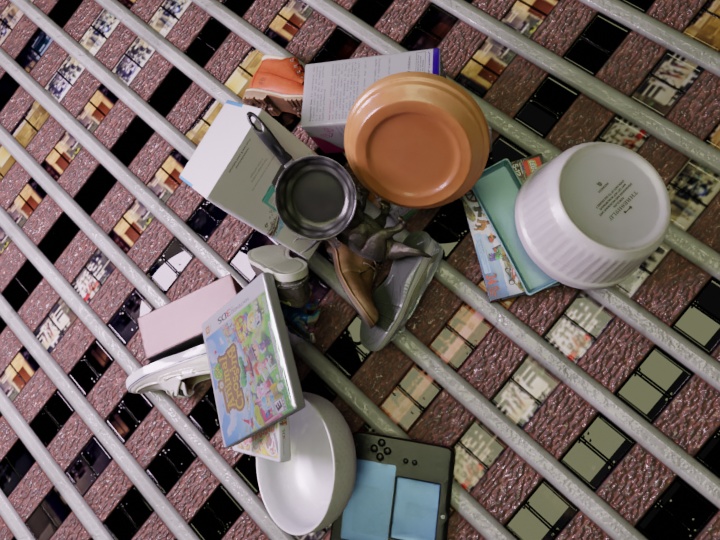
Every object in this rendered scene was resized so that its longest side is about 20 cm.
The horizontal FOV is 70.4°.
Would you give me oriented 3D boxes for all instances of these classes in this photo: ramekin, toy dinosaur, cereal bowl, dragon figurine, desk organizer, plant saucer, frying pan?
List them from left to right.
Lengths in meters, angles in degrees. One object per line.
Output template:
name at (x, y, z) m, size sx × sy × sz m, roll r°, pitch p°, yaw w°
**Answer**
desk organizer at (-0.282, 0.085, 0.891) m, size 0.199 × 0.072 × 0.078 m, roll -24°, pitch 73°, yaw 10°
dragon figurine at (-0.117, 0.075, 0.812) m, size 0.098 × 0.200 × 0.059 m, roll 9°, pitch 109°, yaw -11°
frying pan at (-0.093, -0.119, 0.702) m, size 0.189 × 0.031 × 0.116 m, roll 30°, pitch 104°, yaw -2°
cereal bowl at (-0.073, 0.286, 0.775) m, size 0.199 × 0.083 × 0.202 m, roll -14°, pitch 72°, yaw 46°
toy dinosaur at (0.010, -0.057, 0.771) m, size 0.198 × 0.077 × 0.103 m, roll 20°, pitch 124°, yaw -11°
plant saucer at (0.072, -0.161, 0.684) m, size 0.198 × 0.201 × 0.038 m, roll 2°, pitch 44°, yaw 16°
plant saucer at (0.234, -0.066, 0.761) m, size 0.069 × 0.019 × 0.201 m, roll -27°, pitch 76°, yaw 9°
ramekin at (0.324, -0.083, 0.705) m, size 0.200 × 0.094 × 0.204 m, roll 2°, pitch 71°, yaw -5°

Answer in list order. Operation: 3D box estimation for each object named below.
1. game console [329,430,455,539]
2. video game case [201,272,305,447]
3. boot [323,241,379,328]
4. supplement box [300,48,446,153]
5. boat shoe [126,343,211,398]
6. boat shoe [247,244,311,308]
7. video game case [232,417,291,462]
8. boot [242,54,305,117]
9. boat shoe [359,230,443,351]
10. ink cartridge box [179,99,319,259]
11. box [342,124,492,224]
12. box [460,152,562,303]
game console at (0.047, 0.357, 0.777) m, size 0.175 × 0.031 × 0.202 m, roll 5°, pitch 83°, yaw 16°
video game case at (-0.165, 0.133, 0.746) m, size 0.182 × 0.022 × 0.202 m, roll -35°, pitch 62°, yaw 35°
boot at (0.000, 0.000, 0.802) m, size 0.075 × 0.074 × 0.201 m, roll -24°, pitch 49°, yaw 1°
supplement box at (0.024, -0.241, 0.745) m, size 0.198 × 0.101 × 0.104 m, roll -1°, pitch 80°, yaw 16°
boat shoe at (-0.314, 0.187, 0.884) m, size 0.198 × 0.071 × 0.070 m, roll -21°, pitch 72°, yaw 6°
boat shoe at (-0.133, 0.004, 0.821) m, size 0.071 × 0.201 × 0.061 m, roll -18°, pitch 111°, yaw -20°
video game case at (-0.162, 0.194, 0.798) m, size 0.199 × 0.023 × 0.184 m, roll -21°, pitch 70°, yaw 55°
boot at (-0.110, -0.332, 0.912) m, size 0.198 × 0.075 × 0.108 m, roll 16°, pitch 81°, yaw 18°
boat shoe at (0.067, 0.038, 0.805) m, size 0.074 × 0.065 × 0.203 m, roll 22°, pitch 84°, yaw 48°
ink cartridge box at (-0.144, -0.140, 0.800) m, size 0.146 × 0.199 × 0.147 m, roll 32°, pitch 90°, yaw 50°
box at (0.081, -0.208, 0.825) m, size 0.200 × 0.097 × 0.177 m, roll -39°, pitch 74°, yaw 6°
box at (0.240, -0.064, 0.788) m, size 0.135 × 0.038 × 0.202 m, roll -16°, pitch 77°, yaw 12°
